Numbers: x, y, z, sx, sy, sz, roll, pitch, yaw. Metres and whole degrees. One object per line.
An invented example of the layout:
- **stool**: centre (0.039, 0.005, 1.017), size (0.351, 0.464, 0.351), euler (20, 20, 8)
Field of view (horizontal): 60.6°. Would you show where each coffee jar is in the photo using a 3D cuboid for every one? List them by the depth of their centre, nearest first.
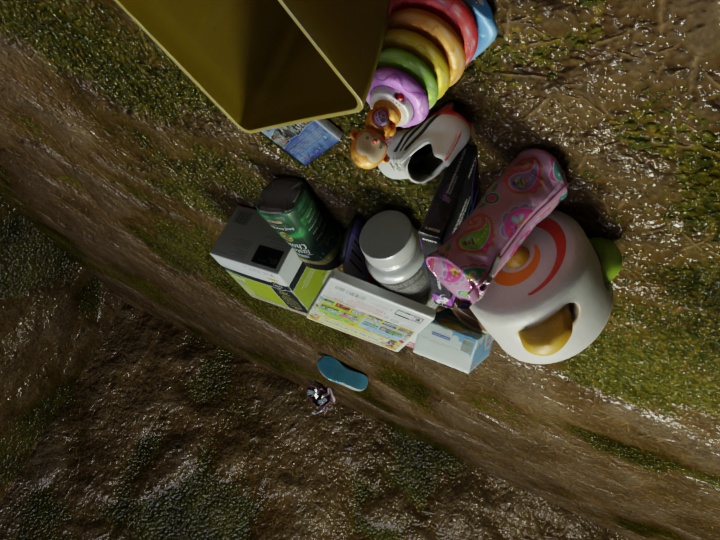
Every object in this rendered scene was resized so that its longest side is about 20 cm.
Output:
- **coffee jar**: centre (-0.106, -0.082, 1.177), size (0.102, 0.087, 0.201), euler (9, 152, 36)

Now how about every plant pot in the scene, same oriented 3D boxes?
- **plant pot**: centre (-0.081, -0.275, 0.573), size (0.197, 0.179, 0.200), euler (4, 150, 46)

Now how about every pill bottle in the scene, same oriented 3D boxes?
- **pill bottle**: centre (0.073, -0.008, 1.085), size (0.111, 0.116, 0.201), euler (15, 156, 30)

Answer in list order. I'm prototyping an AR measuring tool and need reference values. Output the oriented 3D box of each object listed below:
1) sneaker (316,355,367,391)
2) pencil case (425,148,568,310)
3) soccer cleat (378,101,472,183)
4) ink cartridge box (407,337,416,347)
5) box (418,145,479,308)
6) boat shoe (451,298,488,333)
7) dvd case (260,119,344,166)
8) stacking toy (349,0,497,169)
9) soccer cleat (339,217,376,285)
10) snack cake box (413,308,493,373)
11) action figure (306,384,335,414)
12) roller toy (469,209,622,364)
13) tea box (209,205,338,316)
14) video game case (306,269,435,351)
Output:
- **sneaker**: centre (-0.068, 0.376, 2.205), size (0.196, 0.078, 0.081), euler (28, 162, 6)
- **pencil case**: centre (0.167, -0.052, 0.742), size (0.087, 0.201, 0.088), euler (39, 166, 12)
- **soccer cleat**: centre (0.070, -0.148, 0.805), size (0.068, 0.087, 0.199), euler (34, 158, -20)
- **ink cartridge box**: centre (0.077, 0.076, 1.294), size (0.142, 0.085, 0.201), euler (20, 158, 22)
- **box**: centre (0.131, -0.055, 0.861), size (0.035, 0.146, 0.201), euler (15, 157, 22)
- **boat shoe**: centre (0.261, 0.081, 1.125), size (0.195, 0.077, 0.072), euler (20, 156, -6)
- **dvd case**: centre (-0.132, -0.242, 0.938), size (0.198, 0.018, 0.142), euler (35, 159, -20)
- **stacking toy**: centre (0.041, -0.183, 0.596), size (0.115, 0.203, 0.109), euler (33, 159, -16)
- **soccer cleat**: centre (0.000, 0.000, 1.161), size (0.071, 0.068, 0.205), euler (10, 112, 13)
- **snack cake box**: centre (0.189, 0.133, 1.202), size (0.112, 0.069, 0.199), euler (18, -171, 20)
- **action figure**: centre (-0.172, 0.564, 2.788), size (0.146, 0.137, 0.200), euler (-23, 160, 7)
- **roller toy**: centre (0.234, 0.019, 0.836), size (0.180, 0.203, 0.140), euler (11, 155, 49)
- **tea box**: centre (-0.184, -0.018, 1.357), size (0.196, 0.136, 0.198), euler (16, 155, 29)
- **video game case**: centre (0.014, 0.078, 1.118), size (0.195, 0.023, 0.183), euler (21, 149, -9)
